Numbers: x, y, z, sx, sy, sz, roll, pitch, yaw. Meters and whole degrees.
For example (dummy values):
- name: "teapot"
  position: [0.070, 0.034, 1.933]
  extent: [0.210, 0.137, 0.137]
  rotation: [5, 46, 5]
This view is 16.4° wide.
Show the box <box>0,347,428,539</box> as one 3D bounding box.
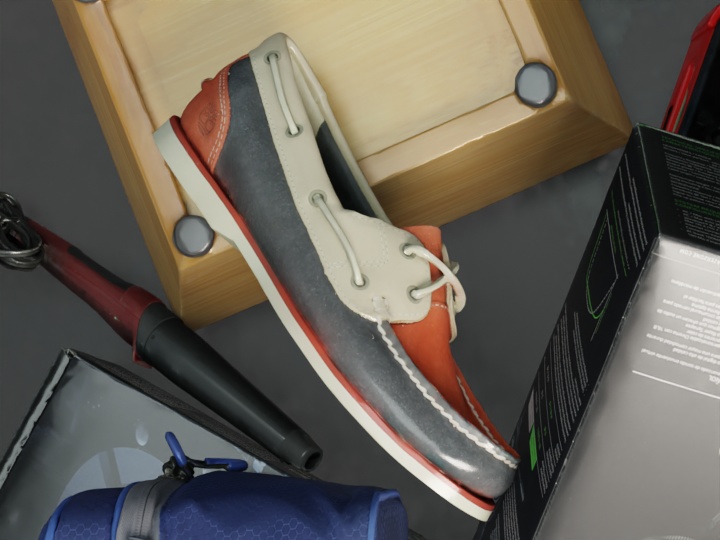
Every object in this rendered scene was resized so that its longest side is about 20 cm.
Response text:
- name: "box"
  position: [-0.061, 0.150, 0.970]
  extent: [0.199, 0.086, 0.164]
  rotation: [29, 88, 10]

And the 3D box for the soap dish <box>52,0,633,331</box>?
- name: "soap dish"
  position: [-0.013, -0.086, 0.989]
  extent: [0.199, 0.081, 0.158]
  rotation: [-23, 82, 7]

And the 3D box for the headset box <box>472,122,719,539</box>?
- name: "headset box"
  position: [0.142, 0.078, 0.855]
  extent: [0.173, 0.093, 0.201]
  rotation: [16, 115, -6]

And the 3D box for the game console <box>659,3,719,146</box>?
- name: "game console"
  position: [0.188, 0.000, 0.953]
  extent: [0.176, 0.031, 0.201]
  rotation: [21, 75, -1]

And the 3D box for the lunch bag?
- name: "lunch bag"
  position: [-0.050, 0.155, 0.855]
  extent: [0.131, 0.136, 0.202]
  rotation: [-4, 83, 6]

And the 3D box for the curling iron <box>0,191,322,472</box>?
- name: "curling iron"
  position: [-0.091, 0.025, 0.984]
  extent: [0.200, 0.049, 0.026]
  rotation: [34, 125, 26]

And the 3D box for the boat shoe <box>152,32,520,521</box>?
- name: "boat shoe"
  position: [0.000, 0.000, 0.889]
  extent: [0.062, 0.071, 0.200]
  rotation: [-40, 62, 5]
